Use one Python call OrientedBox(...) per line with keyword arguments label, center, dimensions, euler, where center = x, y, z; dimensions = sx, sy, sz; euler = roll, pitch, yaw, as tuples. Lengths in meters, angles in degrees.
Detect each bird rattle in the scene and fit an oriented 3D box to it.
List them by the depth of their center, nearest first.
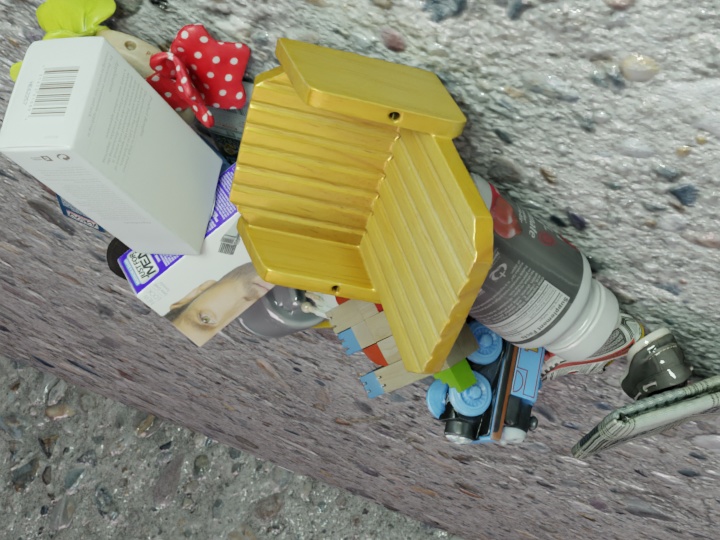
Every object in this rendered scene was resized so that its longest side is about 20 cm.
OrientedBox(label="bird rattle", center=(-0.201, -0.179, 0.868), dimensions=(0.200, 0.113, 0.163), euler=(14, 158, -7))

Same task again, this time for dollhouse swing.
OrientedBox(label="dollhouse swing", center=(-0.011, -0.036, 0.752), dimensions=(0.182, 0.176, 0.200), euler=(11, 133, -11))

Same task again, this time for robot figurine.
OrientedBox(label="robot figurine", center=(-0.099, 0.025, 1.214), dimensions=(0.169, 0.113, 0.200), euler=(-5, 172, -25))

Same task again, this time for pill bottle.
OrientedBox(label="pill bottle", center=(0.145, 0.005, 0.899), dimensions=(0.200, 0.111, 0.111), euler=(33, 158, -23))

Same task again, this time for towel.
OrientedBox(label="towel", center=(0.333, 0.151, 1.003), dimensions=(0.200, 0.035, 0.193), euler=(-17, 160, -8))

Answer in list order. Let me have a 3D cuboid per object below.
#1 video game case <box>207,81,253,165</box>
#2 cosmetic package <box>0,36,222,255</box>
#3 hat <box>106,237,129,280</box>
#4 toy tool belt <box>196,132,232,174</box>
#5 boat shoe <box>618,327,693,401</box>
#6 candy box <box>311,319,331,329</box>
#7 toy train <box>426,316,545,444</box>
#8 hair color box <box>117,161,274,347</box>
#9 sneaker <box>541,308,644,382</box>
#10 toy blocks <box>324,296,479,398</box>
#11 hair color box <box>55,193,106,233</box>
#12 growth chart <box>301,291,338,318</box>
OrientedBox(label="video game case", center=(-0.060, -0.118, 0.952), dimensions=(0.200, 0.023, 0.182), euler=(17, 158, 17))
OrientedBox(label="cosmetic package", center=(-0.198, -0.095, 0.794), dimensions=(0.074, 0.102, 0.200), euler=(2, 157, 21))
OrientedBox(label="hat", center=(-0.249, -0.024, 1.314), dimensions=(0.200, 0.081, 0.201), euler=(14, 154, 7))
OrientedBox(label="toy tool belt", center=(-0.164, -0.089, 0.975), dimensions=(0.200, 0.125, 0.123), euler=(34, 129, -25))
OrientedBox(label="boat shoe", center=(0.316, 0.119, 1.014), dimensions=(0.057, 0.067, 0.200), euler=(64, -175, 25))
OrientedBox(label="candy box", center=(-0.014, 0.065, 1.286), dimensions=(0.102, 0.026, 0.200), euler=(-1, 176, -35))
OrientedBox(label="toy train", center=(0.143, 0.088, 0.994), dimensions=(0.114, 0.200, 0.087), euler=(18, 161, -15))
OrientedBox(label="hair color box", center=(-0.117, -0.029, 0.917), dimensions=(0.065, 0.200, 0.109), euler=(53, -178, 41))
OrientedBox(label="sneaker", center=(0.234, 0.092, 1.054), dimensions=(0.082, 0.078, 0.200), euler=(23, 156, -12))
OrientedBox(label="toy blocks", center=(0.024, 0.039, 0.955), dimensions=(0.137, 0.100, 0.200), euler=(-29, 87, 48))
OrientedBox(label="hair color box", center=(-0.301, -0.128, 1.080), dimensions=(0.060, 0.100, 0.200), euler=(24, 160, -2))
OrientedBox(label="growth chart", center=(0.000, 0.000, 1.027), dimensions=(0.145, 0.018, 0.200), euler=(20, 137, 16))
